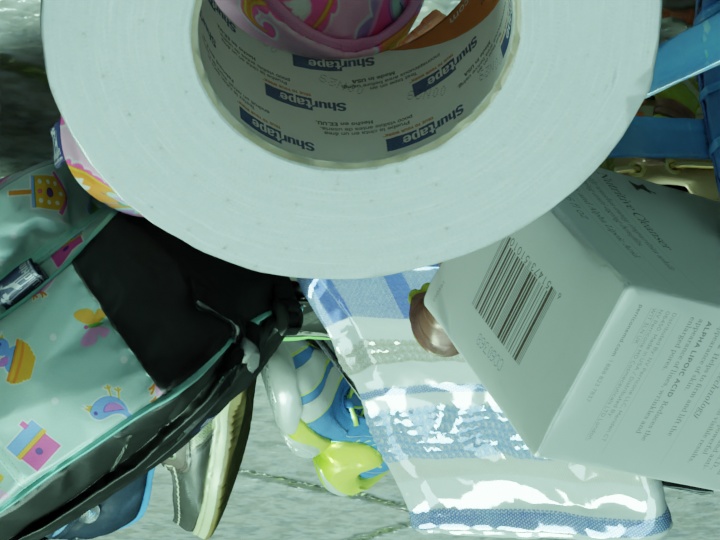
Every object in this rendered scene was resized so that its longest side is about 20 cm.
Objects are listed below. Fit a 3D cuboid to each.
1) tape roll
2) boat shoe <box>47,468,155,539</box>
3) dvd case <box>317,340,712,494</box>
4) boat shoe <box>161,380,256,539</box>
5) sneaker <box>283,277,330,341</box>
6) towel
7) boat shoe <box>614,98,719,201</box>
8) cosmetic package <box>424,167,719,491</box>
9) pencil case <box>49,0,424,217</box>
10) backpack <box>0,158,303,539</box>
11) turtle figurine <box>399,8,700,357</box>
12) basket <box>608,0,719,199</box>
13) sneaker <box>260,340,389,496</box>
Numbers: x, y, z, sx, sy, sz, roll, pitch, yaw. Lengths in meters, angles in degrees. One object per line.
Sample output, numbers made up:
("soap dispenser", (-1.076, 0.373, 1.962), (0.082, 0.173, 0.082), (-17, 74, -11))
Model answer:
("tape roll", (-0.004, -0.094, 0.736), (0.200, 0.066, 0.201), (-3, 129, -4))
("boat shoe", (-0.146, 0.079, 1.230), (0.069, 0.084, 0.200), (-18, 131, -30))
("dvd case", (0.084, 0.074, 1.271), (0.200, 0.016, 0.149), (11, -161, -26))
("boat shoe", (-0.095, 0.070, 1.280), (0.066, 0.072, 0.201), (14, 134, 3))
("sneaker", (0.000, 0.000, 1.128), (0.199, 0.077, 0.084), (-6, 163, 15))
("towel", (0.061, 0.062, 1.091), (0.147, 0.024, 0.200), (0, 134, 26))
("boat shoe", (0.147, -0.037, 1.028), (0.199, 0.069, 0.074), (4, 160, -10))
("cosmetic package", (0.140, 0.028, 0.888), (0.200, 0.113, 0.081), (11, 116, -32))
("pencil case", (-0.052, -0.086, 0.883), (0.087, 0.088, 0.200), (10, 159, -25))
("backpack", (-0.148, 0.041, 1.028), (0.200, 0.153, 0.176), (-44, 180, 16))
("turtle figurine", (0.082, -0.034, 0.934), (0.199, 0.064, 0.162), (-12, 138, -22))
("basket", (0.188, -0.075, 0.819), (0.200, 0.140, 0.176), (5, 161, -39))
("sneaker", (0.004, 0.072, 1.365), (0.105, 0.076, 0.200), (-20, 158, 4))
